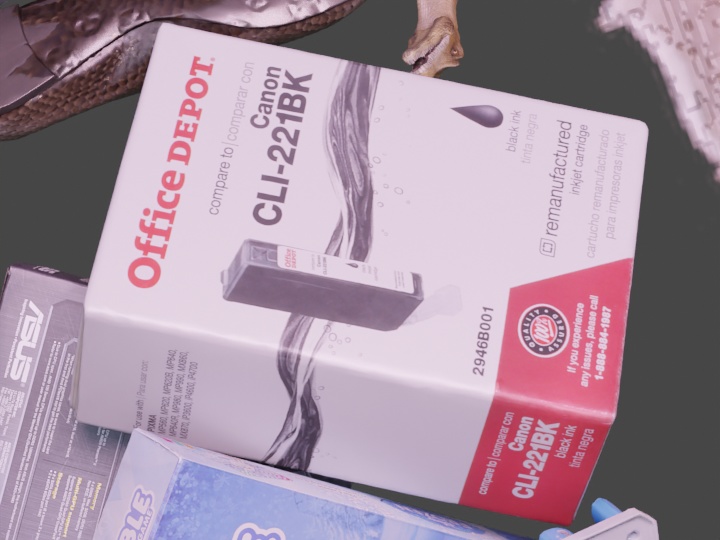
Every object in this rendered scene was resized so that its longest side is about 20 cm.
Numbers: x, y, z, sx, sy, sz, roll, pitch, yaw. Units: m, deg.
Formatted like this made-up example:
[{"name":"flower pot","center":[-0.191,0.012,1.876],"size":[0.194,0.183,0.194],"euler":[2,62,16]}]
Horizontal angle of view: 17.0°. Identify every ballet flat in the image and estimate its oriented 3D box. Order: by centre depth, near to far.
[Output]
[{"name":"ballet flat","center":[-0.081,-0.101,0.989],"size":[0.200,0.046,0.067],"euler":[-23,66,-5]}]

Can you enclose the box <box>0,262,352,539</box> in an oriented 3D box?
[{"name":"box","center":[-0.090,0.112,0.977],"size":[0.158,0.048,0.201],"euler":[14,89,0]}]

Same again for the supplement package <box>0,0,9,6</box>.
[{"name":"supplement package","center":[-0.200,-0.170,0.955],"size":[0.200,0.111,0.156],"euler":[-32,88,0]}]

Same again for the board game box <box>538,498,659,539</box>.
[{"name":"board game box","center":[0.032,0.204,0.910],"size":[0.200,0.026,0.200],"euler":[-21,120,-21]}]

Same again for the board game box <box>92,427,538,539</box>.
[{"name":"board game box","center":[-0.031,0.180,0.919],"size":[0.199,0.043,0.200],"euler":[19,94,-33]}]

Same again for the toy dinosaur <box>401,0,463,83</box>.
[{"name":"toy dinosaur","center":[0.056,-0.167,0.985],"size":[0.101,0.058,0.200],"euler":[44,74,-19]}]

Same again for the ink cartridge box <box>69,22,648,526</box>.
[{"name":"ink cartridge box","center":[0.000,0.000,0.928],"size":[0.199,0.084,0.145],"euler":[11,54,0]}]
